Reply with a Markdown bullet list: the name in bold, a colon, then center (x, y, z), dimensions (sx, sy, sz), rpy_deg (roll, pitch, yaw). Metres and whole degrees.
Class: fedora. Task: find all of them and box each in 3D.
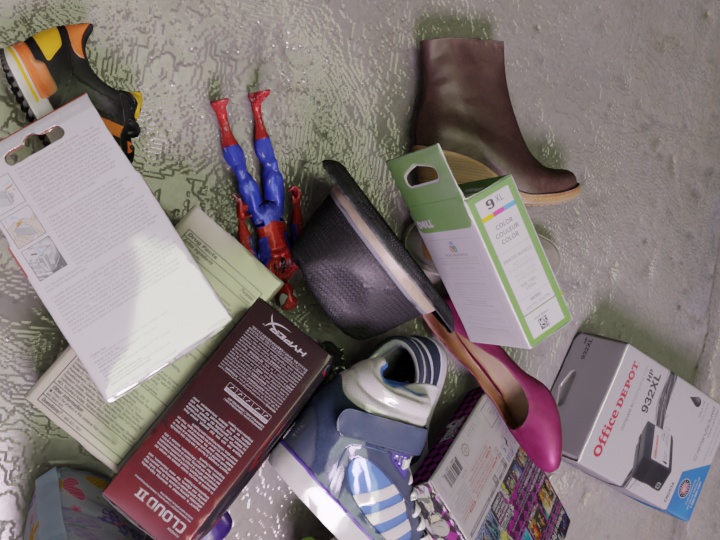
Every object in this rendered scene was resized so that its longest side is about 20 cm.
- **fedora**: center (0.000, 0.000, 0.723), dimensions (0.091, 0.201, 0.201), rpy_deg (-38, 111, 4)

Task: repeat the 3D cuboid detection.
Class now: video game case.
- **video game case**: center (0.135, 0.235, 0.794), dimensions (0.182, 0.036, 0.200), rpy_deg (59, 31, -5)

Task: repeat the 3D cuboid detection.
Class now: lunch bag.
- **lunch bag**: center (-0.206, 0.268, 0.635), dimensions (0.126, 0.169, 0.202), rpy_deg (-28, 109, -18)

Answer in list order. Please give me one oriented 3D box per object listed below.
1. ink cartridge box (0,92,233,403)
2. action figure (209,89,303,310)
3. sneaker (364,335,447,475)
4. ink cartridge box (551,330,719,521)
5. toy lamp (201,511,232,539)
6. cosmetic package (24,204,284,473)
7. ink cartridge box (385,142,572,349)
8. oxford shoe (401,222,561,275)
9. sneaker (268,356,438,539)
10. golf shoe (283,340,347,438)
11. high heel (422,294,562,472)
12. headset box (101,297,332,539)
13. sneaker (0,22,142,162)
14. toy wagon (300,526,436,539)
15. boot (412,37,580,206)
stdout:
- **ink cartridge box**: center (-0.194, -0.016, 0.600), dimensions (0.108, 0.050, 0.201), rpy_deg (-33, 93, -14)
- **action figure**: center (-0.088, -0.060, 0.735), dimensions (0.065, 0.052, 0.202), rpy_deg (-19, 105, -27)
- **sneaker**: center (0.031, 0.158, 0.771), dimensions (0.108, 0.069, 0.202), rpy_deg (28, 72, -66)
- **ink cartridge box**: center (0.319, 0.182, 0.935), dimensions (0.199, 0.084, 0.146), rpy_deg (30, 81, -25)
- **toy lamp**: center (-0.128, 0.289, 0.740), dimensions (0.058, 0.058, 0.202), rpy_deg (-21, 106, -23)
- **cosmetic package**: center (-0.168, 0.058, 0.671), dimensions (0.103, 0.087, 0.200), rpy_deg (42, 77, -5)
- **ink cartridge box**: center (0.109, -0.030, 0.741), dimensions (0.059, 0.104, 0.202), rpy_deg (-31, 101, -21)
- **oxford shoe**: center (0.138, -0.014, 0.844), dimensions (0.198, 0.058, 0.076), rpy_deg (9, 89, -28)
- **sneaker**: center (0.034, 0.169, 0.667), dimensions (0.146, 0.080, 0.200), rpy_deg (-44, 105, -12)
- **golf shoe**: center (-0.046, 0.172, 0.769), dimensions (0.093, 0.078, 0.203), rpy_deg (-11, 98, -8)
- **high heel**: center (0.130, 0.116, 0.812), dimensions (0.095, 0.068, 0.201), rpy_deg (-6, 59, -32)
- **headset box**: center (-0.110, 0.132, 0.639), dimensions (0.075, 0.149, 0.201), rpy_deg (37, 79, 6)
- **sneaker**: center (-0.207, -0.105, 0.657), dimensions (0.090, 0.070, 0.201), rpy_deg (-33, 106, -17)
- **toy wagon**: center (-0.002, 0.309, 0.761), dimensions (0.199, 0.040, 0.156), rpy_deg (-34, 113, 11)
- **boot**: center (0.148, -0.152, 0.827), dimensions (0.198, 0.072, 0.169), rpy_deg (-1, 97, -23)
